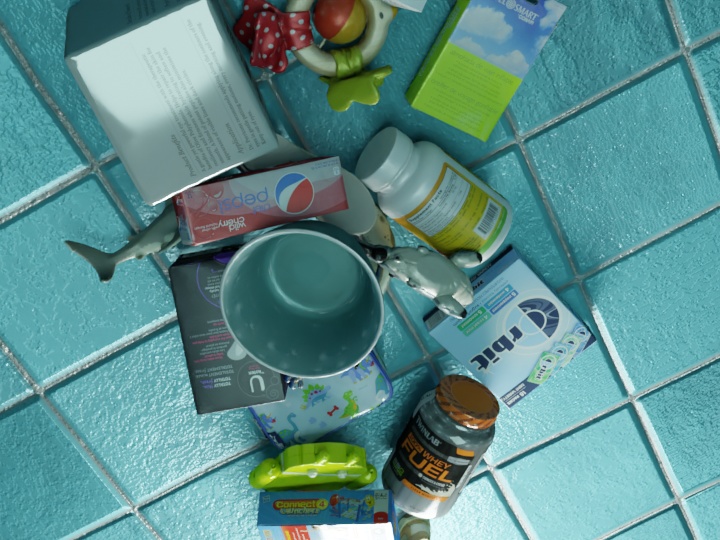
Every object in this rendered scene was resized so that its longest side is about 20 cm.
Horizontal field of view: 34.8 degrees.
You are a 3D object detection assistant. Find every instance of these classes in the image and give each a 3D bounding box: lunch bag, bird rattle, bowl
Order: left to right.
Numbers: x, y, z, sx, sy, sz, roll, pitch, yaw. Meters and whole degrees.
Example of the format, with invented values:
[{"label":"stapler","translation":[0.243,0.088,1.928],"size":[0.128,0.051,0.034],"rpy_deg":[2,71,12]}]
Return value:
[{"label":"bowl","translation":[-0.063,0.019,1.399],"size":[0.200,0.105,0.201],"rpy_deg":[4,117,7]},{"label":"lunch bag","translation":[-0.068,0.155,1.634],"size":[0.200,0.083,0.161],"rpy_deg":[-27,117,3]},{"label":"bird rattle","translation":[-0.045,-0.291,1.401],"size":[0.200,0.113,0.163],"rpy_deg":[31,97,-12]}]

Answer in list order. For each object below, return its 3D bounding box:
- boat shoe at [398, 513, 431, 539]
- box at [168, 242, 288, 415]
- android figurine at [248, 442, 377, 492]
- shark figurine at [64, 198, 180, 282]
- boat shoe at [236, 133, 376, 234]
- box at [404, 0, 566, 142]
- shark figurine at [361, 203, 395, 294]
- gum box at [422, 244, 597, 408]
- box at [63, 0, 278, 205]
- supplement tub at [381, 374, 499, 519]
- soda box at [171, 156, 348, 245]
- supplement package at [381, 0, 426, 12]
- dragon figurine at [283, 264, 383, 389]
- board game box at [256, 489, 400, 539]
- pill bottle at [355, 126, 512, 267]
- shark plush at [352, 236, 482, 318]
[{"label":"boat shoe","translation":[0.065,0.485,1.845],"size":[0.071,0.076,0.200],"rpy_deg":[7,117,-15]},{"label":"box","translation":[-0.170,0.073,1.513],"size":[0.122,0.106,0.201],"rpy_deg":[-9,100,1]},{"label":"android figurine","translation":[-0.065,0.291,1.668],"size":[0.182,0.041,0.200],"rpy_deg":[7,154,-24]},{"label":"shark figurine","translation":[-0.261,-0.066,1.480],"size":[0.214,0.128,0.090],"rpy_deg":[-24,96,16]},{"label":"boat shoe","translation":[-0.074,-0.115,1.471],"size":[0.200,0.093,0.075],"rpy_deg":[36,82,-21]},{"label":"box","translation":[0.156,-0.276,1.456],"size":[0.122,0.048,0.200],"rpy_deg":[22,112,-22]},{"label":"shark figurine","translation":[0.002,0.022,1.571],"size":[0.128,0.090,0.215],"rpy_deg":[31,91,0]},{"label":"gum box","translation":[0.218,0.086,1.672],"size":[0.170,0.045,0.200],"rpy_deg":[-40,119,12]},{"label":"box","translation":[-0.219,-0.224,1.323],"size":[0.171,0.200,0.199],"rpy_deg":[-25,121,0]},{"label":"supplement tub","translation":[0.120,0.258,1.693],"size":[0.122,0.123,0.200],"rpy_deg":[14,121,-18]},{"label":"soda box","translation":[-0.120,-0.086,1.372],"size":[0.199,0.063,0.070],"rpy_deg":[-15,100,-20]},{"label":"supplement package","translation":[0.028,-0.417,1.293],"size":[0.155,0.111,0.200],"rpy_deg":[21,100,-21]},{"label":"dragon figurine","translation":[-0.037,0.068,1.499],"size":[0.099,0.059,0.201],"rpy_deg":[19,89,-2]},{"label":"board game box","translation":[-0.042,0.400,1.726],"size":[0.195,0.056,0.200],"rpy_deg":[-2,142,6]},{"label":"pill bottle","translation":[0.093,-0.099,1.505],"size":[0.200,0.111,0.111],"rpy_deg":[34,108,-25]},{"label":"shark plush","translation":[0.064,0.011,1.485],"size":[0.199,0.083,0.091],"rpy_deg":[11,79,-24]}]
